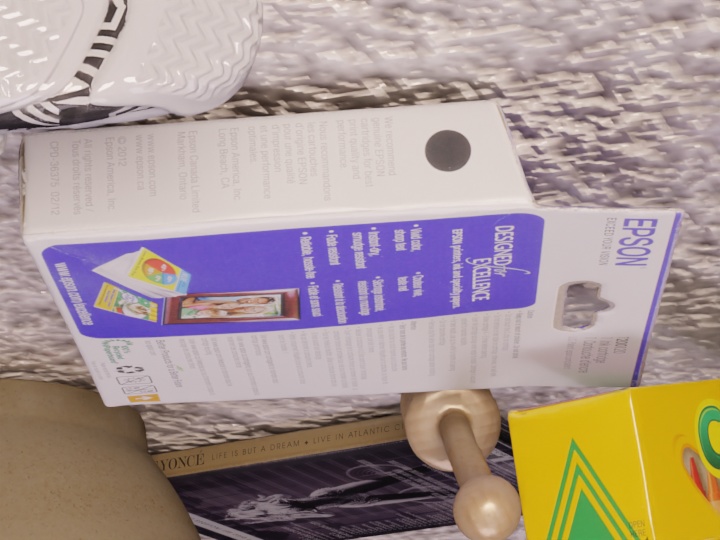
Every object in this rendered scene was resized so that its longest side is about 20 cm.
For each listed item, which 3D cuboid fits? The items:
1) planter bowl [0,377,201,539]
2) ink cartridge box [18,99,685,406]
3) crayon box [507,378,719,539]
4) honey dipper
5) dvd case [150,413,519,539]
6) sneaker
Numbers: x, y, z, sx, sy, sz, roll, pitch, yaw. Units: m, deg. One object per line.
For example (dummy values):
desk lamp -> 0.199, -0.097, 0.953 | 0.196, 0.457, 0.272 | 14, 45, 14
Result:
planter bowl -> -0.150, 0.124, 1.020 | 0.199, 0.136, 0.200 | 0, 161, 0
ink cartridge box -> 0.000, 0.000, 0.810 | 0.199, 0.044, 0.198 | -1, 162, 1
crayon box -> 0.141, 0.127, 0.904 | 0.058, 0.174, 0.200 | -11, 174, 35
honey dipper -> 0.036, 0.065, 0.876 | 0.038, 0.038, 0.200 | 0, -173, -1
dvd case -> -0.003, 0.097, 1.121 | 0.199, 0.016, 0.149 | -12, 158, 27
sneaker -> -0.121, -0.057, 0.619 | 0.199, 0.076, 0.115 | 5, 161, 3
